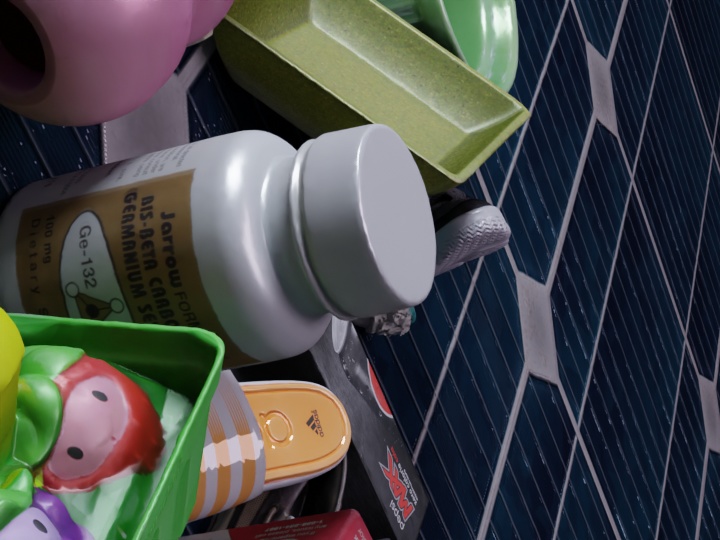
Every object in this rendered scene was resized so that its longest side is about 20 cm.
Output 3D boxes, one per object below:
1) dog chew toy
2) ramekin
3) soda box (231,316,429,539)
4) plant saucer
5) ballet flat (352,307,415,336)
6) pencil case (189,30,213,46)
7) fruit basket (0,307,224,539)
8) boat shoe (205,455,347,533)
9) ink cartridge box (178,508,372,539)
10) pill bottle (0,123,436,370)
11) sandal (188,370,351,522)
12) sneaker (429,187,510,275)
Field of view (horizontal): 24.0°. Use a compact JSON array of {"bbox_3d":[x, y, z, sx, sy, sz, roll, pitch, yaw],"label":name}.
[{"bbox_3d":[-0.117,-0.157,0.862,0.200,0.124,0.125,-45,122,-43],"label":"dog chew toy"},{"bbox_3d":[0.045,-0.223,1.339,0.200,0.098,0.200,-11,90,-67],"label":"ramekin"},{"bbox_3d":[-0.023,0.096,1.080,0.071,0.063,0.200,-66,139,-54],"label":"soda box"},{"bbox_3d":[0.003,-0.125,1.158,0.200,0.048,0.200,35,26,5],"label":"plant saucer"},{"bbox_3d":[0.000,0.000,1.161,0.200,0.072,0.072,87,1,-69],"label":"ballet flat"},{"bbox_3d":[-0.094,-0.211,1.035,0.089,0.078,0.200,45,34,-17],"label":"pencil case"},{"bbox_3d":[-0.155,0.072,0.702,0.216,0.155,0.216,4,90,-77],"label":"fruit basket"},{"bbox_3d":[-0.049,0.170,0.970,0.075,0.073,0.200,55,33,-43],"label":"boat shoe"},{"bbox_3d":[-0.079,0.206,0.792,0.083,0.146,0.200,70,24,-18],"label":"ink cartridge box"},{"bbox_3d":[-0.071,-0.008,0.839,0.114,0.200,0.114,41,43,-55],"label":"pill bottle"},{"bbox_3d":[-0.068,0.086,0.917,0.207,0.059,0.079,-11,77,-47],"label":"sandal"},{"bbox_3d":[0.043,-0.053,1.228,0.200,0.075,0.114,151,-83,-78],"label":"sneaker"}]
